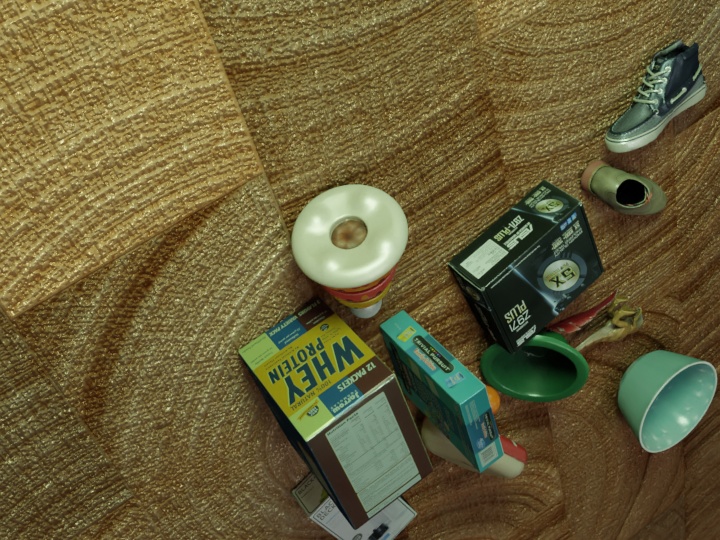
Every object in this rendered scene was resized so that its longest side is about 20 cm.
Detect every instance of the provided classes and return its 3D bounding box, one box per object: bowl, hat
[{"bbox_3d":[0.567,0.233,1.691,0.199,0.105,0.203,-18,126,-26],"label":"bowl"},{"bbox_3d":[0.299,0.102,1.475,0.198,0.177,0.166,24,137,-14],"label":"hat"}]

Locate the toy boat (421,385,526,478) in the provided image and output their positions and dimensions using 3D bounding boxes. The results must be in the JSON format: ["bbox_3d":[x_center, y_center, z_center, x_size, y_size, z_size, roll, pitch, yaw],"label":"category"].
[{"bbox_3d":[0.190,0.250,1.442,0.199,0.129,0.132,33,67,-44],"label":"toy boat"}]

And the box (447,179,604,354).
[{"bbox_3d":[0.251,-0.004,1.331,0.199,0.086,0.164,-40,133,-9],"label":"box"}]

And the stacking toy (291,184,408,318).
[{"bbox_3d":[0.000,0.000,1.148,0.145,0.146,0.201,-36,148,-11],"label":"stacking toy"}]

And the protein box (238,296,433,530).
[{"bbox_3d":[-0.032,0.185,1.170,0.134,0.198,0.201,-33,132,-13],"label":"protein box"}]

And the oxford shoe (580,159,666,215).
[{"bbox_3d":[0.429,-0.115,1.396,0.198,0.075,0.071,8,112,-39],"label":"oxford shoe"}]

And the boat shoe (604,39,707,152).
[{"bbox_3d":[0.430,-0.262,1.316,0.199,0.074,0.093,-38,126,-21],"label":"boat shoe"}]

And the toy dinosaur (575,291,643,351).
[{"bbox_3d":[0.439,0.103,1.550,0.198,0.060,0.107,-14,126,-28],"label":"toy dinosaur"}]

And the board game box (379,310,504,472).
[{"bbox_3d":[0.115,0.168,1.263,0.047,0.200,0.152,-32,132,-14],"label":"board game box"}]

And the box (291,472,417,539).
[{"bbox_3d":[-0.007,0.366,1.396,0.117,0.060,0.200,-43,133,-5],"label":"box"}]
